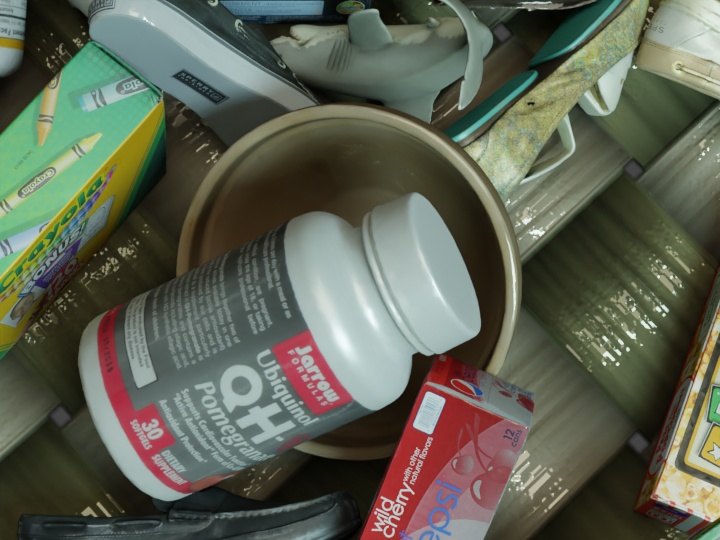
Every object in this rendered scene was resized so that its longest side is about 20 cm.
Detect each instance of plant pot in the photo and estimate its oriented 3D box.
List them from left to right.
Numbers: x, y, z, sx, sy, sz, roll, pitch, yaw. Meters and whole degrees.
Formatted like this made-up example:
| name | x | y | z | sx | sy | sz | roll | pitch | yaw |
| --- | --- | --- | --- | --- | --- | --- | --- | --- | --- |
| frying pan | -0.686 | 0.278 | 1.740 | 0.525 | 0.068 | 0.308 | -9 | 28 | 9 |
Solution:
| name | x | y | z | sx | sy | sz | roll | pitch | yaw |
| --- | --- | --- | --- | --- | --- | --- | --- | --- | --- |
| plant pot | 0.000 | 0.000 | 1.041 | 0.199 | 0.093 | 0.203 | 3 | 102 | 13 |

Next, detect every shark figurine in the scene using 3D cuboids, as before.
| name | x | y | z | sx | sy | sz | roll | pitch | yaw |
| --- | --- | --- | --- | --- | --- | --- | --- | --- | --- |
| shark figurine | 0.037 | -0.114 | 1.079 | 0.127 | 0.214 | 0.091 | 0 | 92 | -34 |

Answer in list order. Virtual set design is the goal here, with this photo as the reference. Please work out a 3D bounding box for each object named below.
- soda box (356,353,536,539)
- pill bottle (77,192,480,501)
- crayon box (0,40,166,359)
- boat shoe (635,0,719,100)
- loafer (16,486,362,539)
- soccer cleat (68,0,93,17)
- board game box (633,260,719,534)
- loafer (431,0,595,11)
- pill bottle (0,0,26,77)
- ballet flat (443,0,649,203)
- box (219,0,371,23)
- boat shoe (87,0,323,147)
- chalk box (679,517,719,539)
| name | x | y | z | sx | sy | sz | roll | pitch | yaw |
| --- | --- | --- | --- | --- | --- | --- | --- | --- | --- |
| soda box | 0.030 | 0.152 | 0.979 | 0.063 | 0.070 | 0.202 | 23 | 103 | 3 |
| pill bottle | -0.041 | 0.036 | 0.952 | 0.199 | 0.111 | 0.112 | -26 | 74 | 16 |
| crayon box | -0.196 | -0.025 | 1.036 | 0.058 | 0.119 | 0.200 | 38 | 73 | 7 |
| boat shoe | 0.261 | -0.103 | 1.136 | 0.199 | 0.074 | 0.070 | 33 | 95 | -5 |
| loafer | -0.099 | 0.146 | 1.007 | 0.198 | 0.068 | 0.071 | -13 | 77 | 3 |
| soccer cleat | -0.178 | -0.210 | 1.130 | 0.069 | 0.087 | 0.201 | -18 | 51 | -16 |
| board game box | 0.270 | 0.080 | 1.086 | 0.150 | 0.046 | 0.201 | 23 | 71 | 2 |
| loafer | 0.067 | -0.187 | 1.105 | 0.198 | 0.073 | 0.071 | 3 | 43 | -7 |
| pill bottle | -0.252 | -0.182 | 1.066 | 0.108 | 0.109 | 0.202 | 5 | 94 | -4 |
| ballet flat | 0.126 | -0.110 | 1.128 | 0.071 | 0.071 | 0.200 | 43 | 68 | 9 |
| box | -0.066 | -0.260 | 1.167 | 0.135 | 0.038 | 0.202 | -2 | 72 | -6 |
| boat shoe | -0.075 | -0.121 | 1.065 | 0.199 | 0.068 | 0.057 | 35 | 53 | -37 |
| chalk box | 0.181 | 0.213 | 0.953 | 0.124 | 0.200 | 0.124 | -31 | 77 | -14 |
